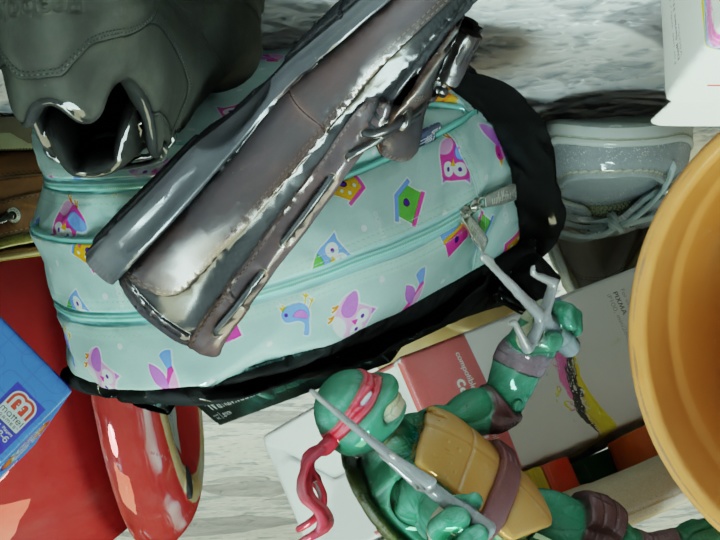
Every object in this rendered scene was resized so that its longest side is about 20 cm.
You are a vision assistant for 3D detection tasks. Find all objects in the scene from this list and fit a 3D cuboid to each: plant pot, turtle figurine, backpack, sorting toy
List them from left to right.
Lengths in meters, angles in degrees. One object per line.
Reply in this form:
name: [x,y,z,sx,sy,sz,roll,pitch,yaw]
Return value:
plant pot: [-0.176,0.061,1.451,0.181,0.202,0.200,-8,169,4]
backpack: [-0.038,-0.020,1.164,0.199,0.127,0.166,-22,-168,-40]
turtle figurine: [0.052,0.079,1.119,0.200,0.150,0.101,38,136,-20]
sorting toy: [0.087,0.101,1.302,0.184,0.037,0.200,-19,176,-29]
plant pot: [0.216,0.019,1.170,0.199,0.202,0.140,-6,-176,17]

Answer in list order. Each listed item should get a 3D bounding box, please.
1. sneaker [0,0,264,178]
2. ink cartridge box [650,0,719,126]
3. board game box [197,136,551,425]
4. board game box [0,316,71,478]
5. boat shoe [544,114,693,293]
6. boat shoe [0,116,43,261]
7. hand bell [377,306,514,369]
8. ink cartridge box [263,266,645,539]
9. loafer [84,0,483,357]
sneaker: [-0.085,-0.074,1.028,0.075,0.091,0.200,-6,173,18]
ink cartridge box: [0.167,-0.104,0.995,0.116,0.068,0.200,-1,168,-7]
board game box: [0.000,0.000,1.366,0.028,0.136,0.200,42,156,-12]
board game box: [-0.208,0.003,1.200,0.045,0.200,0.152,-45,-179,-16]
boat shoe: [0.116,-0.030,1.384,0.074,0.065,0.202,-2,169,-2]
boat shoe: [-0.110,-0.030,1.322,0.198,0.068,0.072,-3,168,-4]
hand bell: [0.059,-0.004,1.389,0.103,0.105,0.200,-1,170,-9]
ink cartridge box: [0.071,0.060,1.332,0.199,0.068,0.116,-19,172,-39]
loafer: [-0.008,-0.050,1.027,0.200,0.063,0.072,-41,-174,18]
